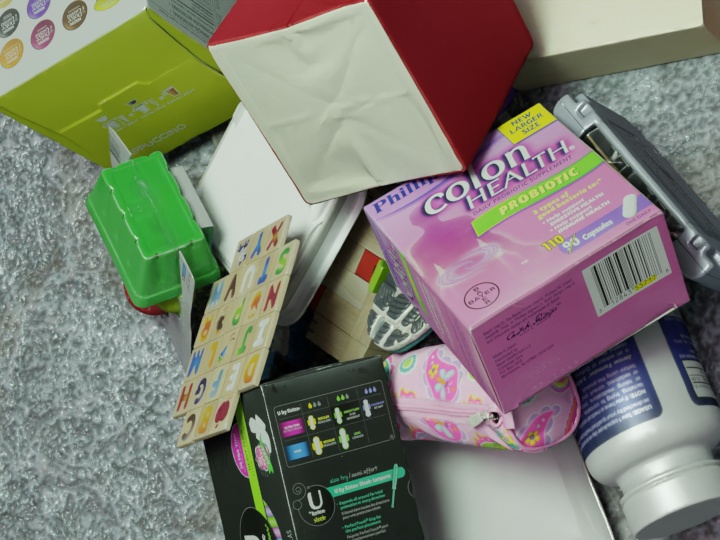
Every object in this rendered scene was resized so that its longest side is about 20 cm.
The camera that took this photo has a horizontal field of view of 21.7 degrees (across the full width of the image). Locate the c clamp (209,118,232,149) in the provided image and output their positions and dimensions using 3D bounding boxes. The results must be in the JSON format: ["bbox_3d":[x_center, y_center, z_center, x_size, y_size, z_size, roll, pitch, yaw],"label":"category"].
[{"bbox_3d":[-0.093,-0.193,1.838,0.199,0.027,0.172,-18,71,24],"label":"c clamp"}]

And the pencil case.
[{"bbox_3d":[0.093,0.106,1.566,0.200,0.087,0.088,0,78,57],"label":"pencil case"}]

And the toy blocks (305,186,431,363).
[{"bbox_3d":[0.000,0.000,1.716,0.136,0.100,0.201,32,103,42],"label":"toy blocks"}]

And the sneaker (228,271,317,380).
[{"bbox_3d":[-0.091,0.074,1.761,0.086,0.075,0.201,-15,64,31],"label":"sneaker"}]

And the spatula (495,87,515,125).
[{"bbox_3d":[0.147,-0.118,1.695,0.057,0.021,0.200,-48,62,13],"label":"spatula"}]

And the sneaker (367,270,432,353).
[{"bbox_3d":[0.093,0.006,1.638,0.200,0.080,0.077,-41,45,-8],"label":"sneaker"}]

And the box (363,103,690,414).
[{"bbox_3d":[0.129,-0.015,1.495,0.175,0.097,0.200,-30,38,-7],"label":"box"}]

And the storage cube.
[{"bbox_3d":[0.013,-0.185,1.557,0.170,0.201,0.180,-10,35,35],"label":"storage cube"}]

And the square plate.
[{"bbox_3d":[0.110,0.189,1.644,0.197,0.028,0.201,-26,68,21],"label":"square plate"}]

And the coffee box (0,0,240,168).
[{"bbox_3d":[-0.229,-0.241,1.805,0.199,0.200,0.199,-26,59,25],"label":"coffee box"}]

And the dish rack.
[{"bbox_3d":[-0.086,-0.066,1.718,0.200,0.043,0.172,47,115,42],"label":"dish rack"}]

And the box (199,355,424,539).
[{"bbox_3d":[-0.042,0.187,1.614,0.148,0.124,0.201,-18,85,61],"label":"box"}]

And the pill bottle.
[{"bbox_3d":[0.229,0.111,1.544,0.119,0.120,0.201,-28,67,20],"label":"pill bottle"}]

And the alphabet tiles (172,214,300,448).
[{"bbox_3d":[-0.109,0.052,1.619,0.166,0.006,0.201,-24,46,58],"label":"alphabet tiles"}]

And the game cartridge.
[{"bbox_3d":[0.249,-0.059,1.562,0.040,0.133,0.200,-47,61,20],"label":"game cartridge"}]

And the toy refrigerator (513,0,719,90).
[{"bbox_3d":[0.214,-0.217,1.650,0.199,0.076,0.070,-9,75,27],"label":"toy refrigerator"}]

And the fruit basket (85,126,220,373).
[{"bbox_3d":[-0.190,-0.015,1.777,0.093,0.200,0.186,-24,63,-12],"label":"fruit basket"}]
